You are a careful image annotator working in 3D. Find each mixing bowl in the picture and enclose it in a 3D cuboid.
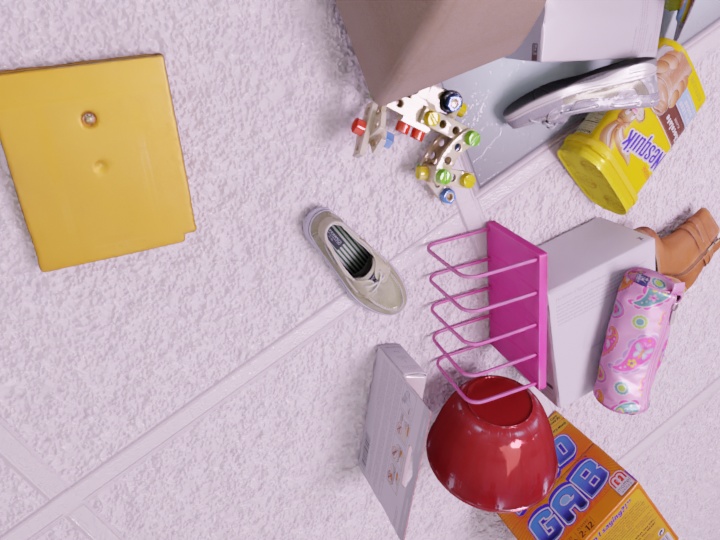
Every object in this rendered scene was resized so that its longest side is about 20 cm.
[{"bbox_3d":[0.195,0.226,0.892,0.195,0.201,0.111,-12,126,-19],"label":"mixing bowl"}]

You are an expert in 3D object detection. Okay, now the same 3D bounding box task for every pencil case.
[{"bbox_3d":[0.389,0.099,0.866,0.085,0.087,0.206,0,111,-23],"label":"pencil case"}]

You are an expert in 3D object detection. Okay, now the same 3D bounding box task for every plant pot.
[{"bbox_3d":[0.086,-0.316,0.618,0.195,0.177,0.205,-24,95,-13],"label":"plant pot"}]

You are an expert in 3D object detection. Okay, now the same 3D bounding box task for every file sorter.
[{"bbox_3d":[0.171,0.060,0.864,0.122,0.139,0.206,-14,115,-15],"label":"file sorter"}]

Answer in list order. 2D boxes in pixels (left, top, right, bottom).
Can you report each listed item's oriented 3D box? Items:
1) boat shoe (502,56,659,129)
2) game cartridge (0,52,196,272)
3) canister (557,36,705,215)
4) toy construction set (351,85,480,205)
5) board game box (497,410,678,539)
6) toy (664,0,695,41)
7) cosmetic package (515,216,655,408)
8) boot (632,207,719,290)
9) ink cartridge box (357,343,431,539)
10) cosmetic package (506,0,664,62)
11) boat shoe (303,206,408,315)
[{"bbox_3d":[0.288,-0.220,0.810,0.196,0.075,0.066,-16,109,10],"label":"boat shoe"},{"bbox_3d":[-0.276,-0.114,0.658,0.172,0.032,0.206,-13,117,-19],"label":"game cartridge"},{"bbox_3d":[0.391,-0.206,0.887,0.148,0.086,0.202,36,91,-36],"label":"canister"},{"bbox_3d":[0.068,-0.168,0.762,0.196,0.092,0.134,14,104,-39],"label":"toy construction set"},{"bbox_3d":[0.367,0.415,1.052,0.200,0.200,0.200,-44,121,-2],"label":"board game box"},{"bbox_3d":[0.421,-0.383,0.804,0.046,0.200,0.119,16,96,14],"label":"toy"},{"bbox_3d":[0.335,0.059,0.944,0.195,0.123,0.205,-23,119,-15],"label":"cosmetic package"},{"bbox_3d":[0.521,-0.044,1.014,0.155,0.077,0.200,-44,123,-1],"label":"boot"},{"bbox_3d":[0.057,0.233,0.856,0.042,0.173,0.206,1,110,-23],"label":"ink cartridge box"},{"bbox_3d":[0.292,-0.332,0.800,0.194,0.081,0.116,-7,112,-20],"label":"cosmetic package"},{"bbox_3d":[0.000,0.000,0.805,0.072,0.062,0.200,-47,122,0],"label":"boat shoe"}]
